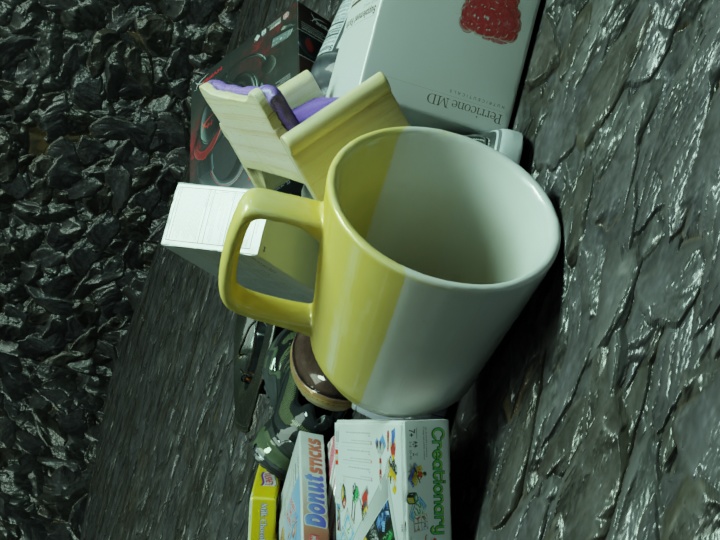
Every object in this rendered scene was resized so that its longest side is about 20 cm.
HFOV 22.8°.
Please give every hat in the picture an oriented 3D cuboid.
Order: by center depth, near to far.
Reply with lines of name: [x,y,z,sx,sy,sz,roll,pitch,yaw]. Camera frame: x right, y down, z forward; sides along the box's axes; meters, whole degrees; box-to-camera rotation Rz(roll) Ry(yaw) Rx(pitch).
hat: [-0.072,0.063,1.749,0.201,0.080,0.202,-173,90,-79]

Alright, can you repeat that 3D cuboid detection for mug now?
mug: [0.020,0.004,1.151,0.149,0.186,0.154,-43,-21,-45]

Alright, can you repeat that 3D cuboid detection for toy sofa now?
toy sofa: [-0.038,-0.106,1.250,0.083,0.098,0.200,-32,14,-11]

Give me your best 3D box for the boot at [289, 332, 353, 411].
boot: [0.000,0.000,1.459,0.200,0.072,0.167,-77,4,-56]

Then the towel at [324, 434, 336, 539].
towel: [-0.037,0.232,1.482,0.200,0.030,0.147,119,164,-58]

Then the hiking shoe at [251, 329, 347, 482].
hiking shoe: [-0.035,0.099,1.580,0.101,0.076,0.201,-43,24,29]

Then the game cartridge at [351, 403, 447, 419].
game cartridge: [0.041,0.054,1.326,0.200,0.038,0.130,-172,101,-79]

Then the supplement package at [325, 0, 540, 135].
supplement package: [0.063,-0.205,1.338,0.120,0.121,0.201,180,104,-77]

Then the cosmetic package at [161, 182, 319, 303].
cosmetic package: [-0.048,-0.005,1.264,0.200,0.082,0.051,34,-111,-56]

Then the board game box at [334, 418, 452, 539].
board game box: [0.019,0.163,1.199,0.200,0.034,0.127,163,107,-76]

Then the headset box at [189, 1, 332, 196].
headset box: [-0.076,-0.109,1.557,0.148,0.075,0.201,-32,45,35]

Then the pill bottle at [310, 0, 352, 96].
pill bottle: [0.025,-0.181,1.452,0.201,0.106,0.106,-67,9,-15]

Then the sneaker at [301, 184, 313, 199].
sneaker: [-0.025,-0.031,1.416,0.072,0.072,0.200,-31,-11,-30]

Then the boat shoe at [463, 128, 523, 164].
boat shoe: [0.061,-0.067,1.304,0.200,0.066,0.070,163,122,-77]

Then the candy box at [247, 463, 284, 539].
candy box: [-0.082,0.224,1.571,0.200,0.026,0.103,-85,0,-82]

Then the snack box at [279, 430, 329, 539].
snack box: [-0.045,0.205,1.401,0.200,0.024,0.072,-96,22,-66]
